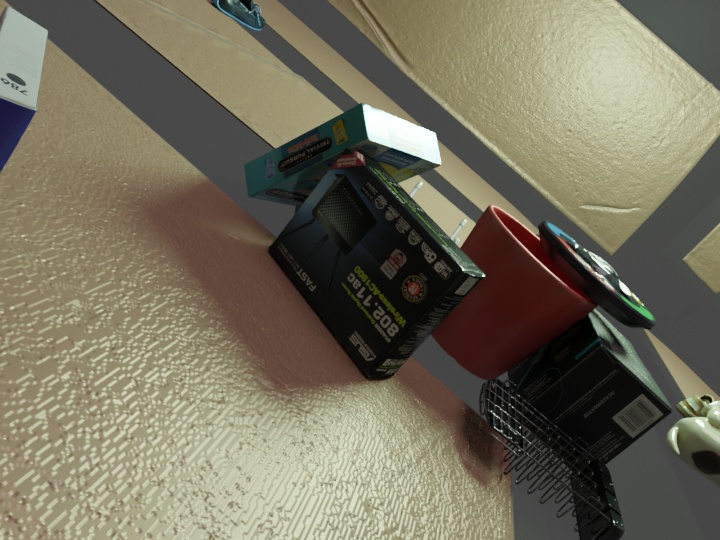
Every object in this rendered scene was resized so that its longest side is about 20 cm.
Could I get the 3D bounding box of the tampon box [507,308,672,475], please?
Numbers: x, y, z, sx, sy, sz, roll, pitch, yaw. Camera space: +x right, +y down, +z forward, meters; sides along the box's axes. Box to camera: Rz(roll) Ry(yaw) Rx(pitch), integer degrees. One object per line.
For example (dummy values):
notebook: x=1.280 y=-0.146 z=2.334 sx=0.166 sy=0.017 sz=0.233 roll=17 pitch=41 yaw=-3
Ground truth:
tampon box: x=0.299 y=0.150 z=0.900 sx=0.126 sy=0.150 sz=0.200 roll=42 pitch=18 yaw=-5

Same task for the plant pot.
plant pot: x=0.192 y=0.040 z=0.903 sx=0.200 sy=0.178 sz=0.201 roll=35 pitch=19 yaw=-14

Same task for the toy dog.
toy dog: x=0.700 y=0.363 z=1.244 sx=0.193 sy=0.140 sz=0.201 roll=9 pitch=34 yaw=-34

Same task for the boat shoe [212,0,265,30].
boat shoe: x=-0.306 y=-0.696 z=1.745 sx=0.084 sy=0.069 sz=0.200 roll=45 pitch=19 yaw=12

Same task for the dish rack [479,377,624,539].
dish rack: x=0.207 y=0.213 z=0.746 sx=0.200 sy=0.055 sz=0.153 roll=40 pitch=17 yaw=2

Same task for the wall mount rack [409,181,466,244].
wall mount rack: x=0.126 y=-0.089 z=1.224 sx=0.200 sy=0.075 sz=0.174 roll=41 pitch=19 yaw=-2

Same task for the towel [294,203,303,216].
towel: x=0.000 y=0.000 z=0.864 sx=0.149 sy=0.031 sz=0.201 roll=17 pitch=32 yaw=-46

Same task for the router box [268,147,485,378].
router box: x=0.011 y=-0.010 z=0.704 sx=0.200 sy=0.150 sz=0.062 roll=49 pitch=21 yaw=25

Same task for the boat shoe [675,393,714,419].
boat shoe: x=0.889 y=0.357 z=1.709 sx=0.199 sy=0.076 sz=0.072 roll=16 pitch=30 yaw=-52

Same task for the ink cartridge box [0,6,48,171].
ink cartridge box: x=-0.266 y=-0.109 z=0.467 sx=0.039 sy=0.100 sz=0.201 roll=28 pitch=23 yaw=-35

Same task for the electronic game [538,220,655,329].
electronic game: x=0.318 y=0.004 z=0.889 sx=0.199 sy=0.042 sz=0.200 roll=37 pitch=19 yaw=-15

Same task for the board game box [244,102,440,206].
board game box: x=-0.023 y=-0.132 z=0.826 sx=0.150 sy=0.199 sz=0.047 roll=6 pitch=71 yaw=-50
